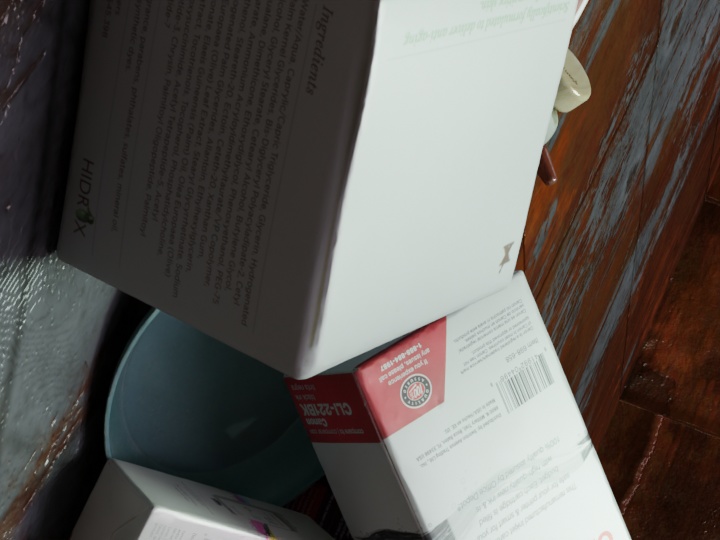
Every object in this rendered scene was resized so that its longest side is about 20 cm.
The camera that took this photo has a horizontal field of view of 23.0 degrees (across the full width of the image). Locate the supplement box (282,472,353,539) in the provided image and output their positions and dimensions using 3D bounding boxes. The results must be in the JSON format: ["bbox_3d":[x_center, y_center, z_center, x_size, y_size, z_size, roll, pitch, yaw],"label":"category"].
[{"bbox_3d":[-0.040,0.187,1.173,0.109,0.200,0.061,-67,162,-11],"label":"supplement box"}]

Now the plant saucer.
[{"bbox_3d":[-0.075,0.066,1.087,0.200,0.036,0.200,-18,125,-28],"label":"plant saucer"}]

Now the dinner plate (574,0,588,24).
[{"bbox_3d":[0.090,-0.192,1.055,0.200,0.024,0.200,-34,138,-37],"label":"dinner plate"}]

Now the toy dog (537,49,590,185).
[{"bbox_3d":[0.076,-0.113,1.181,0.200,0.096,0.132,4,141,-33],"label":"toy dog"}]

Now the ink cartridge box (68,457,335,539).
[{"bbox_3d":[-0.085,0.200,1.075,0.200,0.067,0.117,23,97,-37],"label":"ink cartridge box"}]

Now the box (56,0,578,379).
[{"bbox_3d":[-0.020,-0.082,0.912,0.199,0.171,0.200,-21,129,-52],"label":"box"}]

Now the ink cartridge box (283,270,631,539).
[{"bbox_3d":[0.064,0.121,1.083,0.144,0.084,0.200,-29,101,-33],"label":"ink cartridge box"}]
